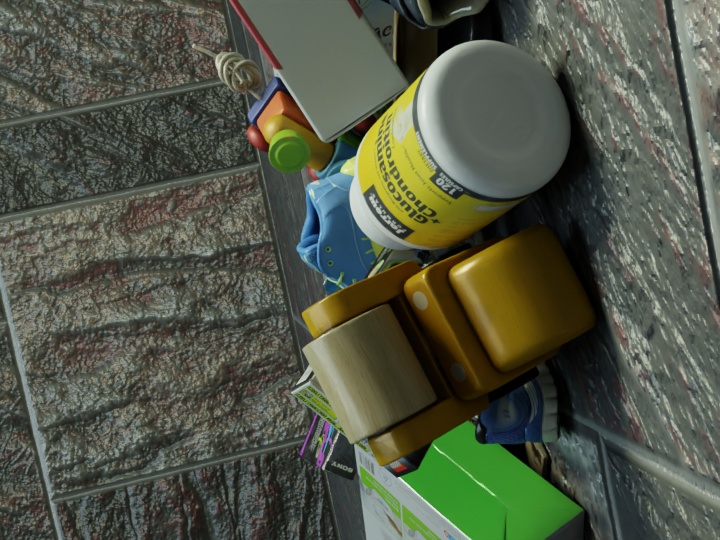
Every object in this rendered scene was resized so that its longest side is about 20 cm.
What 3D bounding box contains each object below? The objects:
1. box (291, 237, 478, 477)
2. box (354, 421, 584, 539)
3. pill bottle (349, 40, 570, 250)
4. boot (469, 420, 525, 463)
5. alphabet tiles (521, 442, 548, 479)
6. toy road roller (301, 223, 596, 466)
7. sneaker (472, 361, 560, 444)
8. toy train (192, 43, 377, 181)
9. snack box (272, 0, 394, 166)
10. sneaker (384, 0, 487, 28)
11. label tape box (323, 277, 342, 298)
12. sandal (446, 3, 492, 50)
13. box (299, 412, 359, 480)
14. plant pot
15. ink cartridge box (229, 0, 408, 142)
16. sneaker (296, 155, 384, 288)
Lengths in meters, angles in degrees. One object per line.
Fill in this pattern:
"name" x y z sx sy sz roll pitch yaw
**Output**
"box" 0.040 0.051 1.017 0.110 0.200 0.035 39 146 -11
"box" 0.093 0.240 1.134 0.200 0.097 0.177 35 144 42
"pill bottle" 0.061 -0.079 0.934 0.200 0.112 0.112 141 117 -66
"boot" 0.103 0.111 1.206 0.200 0.077 0.138 71 164 -11
"alphabet tiles" 0.137 0.128 1.214 0.167 0.006 0.200 87 167 -46
"toy road roller" 0.073 0.040 0.920 0.146 0.200 0.123 -34 82 48
"sneaker" 0.101 0.072 1.091 0.200 0.089 0.079 -110 11 -53
"toy train" -0.074 -0.132 1.189 0.085 0.200 0.116 -51 23 23
"snack box" -0.014 -0.209 1.254 0.053 0.142 0.200 -115 15 -56
"sneaker" 0.050 -0.278 0.939 0.146 0.077 0.202 -126 31 -50
"label tape box" 0.024 -0.020 1.233 0.144 0.063 0.200 -62 -2 -7
"sandal" 0.094 -0.121 1.037 0.075 0.048 0.201 -113 25 -56
"box" -0.010 0.127 1.256 0.200 0.036 0.143 151 141 -81
"plant pot" 0.045 -0.190 1.124 0.200 0.027 0.200 180 90 -89
"ink cartridge box" -0.037 -0.198 1.064 0.146 0.083 0.200 55 -174 -12
"sneaker" 0.000 0.000 1.112 0.076 0.105 0.200 -146 42 -71
